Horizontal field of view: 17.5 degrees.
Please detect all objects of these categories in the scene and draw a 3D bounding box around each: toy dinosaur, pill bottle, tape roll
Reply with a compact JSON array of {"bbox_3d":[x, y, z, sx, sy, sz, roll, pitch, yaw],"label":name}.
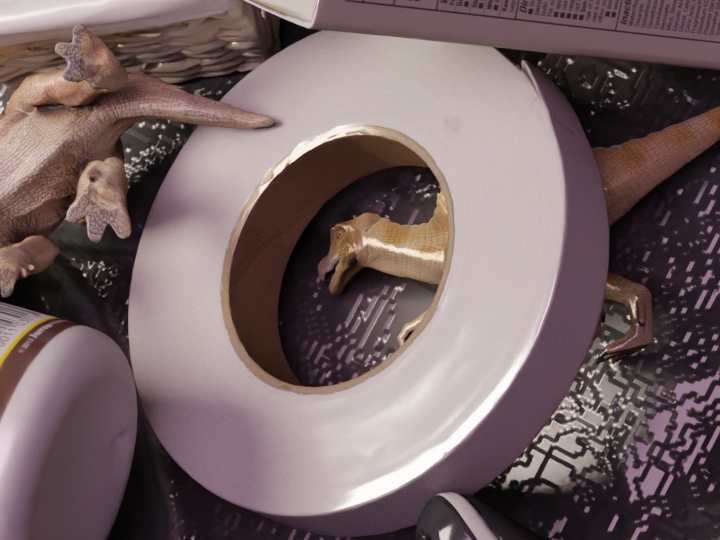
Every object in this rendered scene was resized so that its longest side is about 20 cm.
[{"bbox_3d":[0.075,-0.015,0.900,0.199,0.058,0.102,-20,72,11],"label":"toy dinosaur"},{"bbox_3d":[-0.191,0.052,0.864,0.199,0.109,0.110,14,82,17],"label":"pill bottle"},{"bbox_3d":[-0.138,-0.038,0.936,0.199,0.136,0.086,-29,94,-3],"label":"toy dinosaur"},{"bbox_3d":[0.000,0.000,0.889,0.202,0.037,0.204,-14,63,30],"label":"tape roll"}]

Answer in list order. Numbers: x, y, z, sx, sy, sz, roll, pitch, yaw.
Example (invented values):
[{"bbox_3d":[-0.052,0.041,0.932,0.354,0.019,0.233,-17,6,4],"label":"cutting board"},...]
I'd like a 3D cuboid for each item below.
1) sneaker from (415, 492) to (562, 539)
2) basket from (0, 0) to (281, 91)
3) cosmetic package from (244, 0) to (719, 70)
[{"bbox_3d":[0.111,0.132,0.844,0.200,0.072,0.083,38,74,-4],"label":"sneaker"},{"bbox_3d":[-0.106,-0.178,0.952,0.135,0.123,0.201,-7,77,14],"label":"basket"},{"bbox_3d":[0.060,-0.134,0.846,0.073,0.199,0.104,30,112,56],"label":"cosmetic package"}]
